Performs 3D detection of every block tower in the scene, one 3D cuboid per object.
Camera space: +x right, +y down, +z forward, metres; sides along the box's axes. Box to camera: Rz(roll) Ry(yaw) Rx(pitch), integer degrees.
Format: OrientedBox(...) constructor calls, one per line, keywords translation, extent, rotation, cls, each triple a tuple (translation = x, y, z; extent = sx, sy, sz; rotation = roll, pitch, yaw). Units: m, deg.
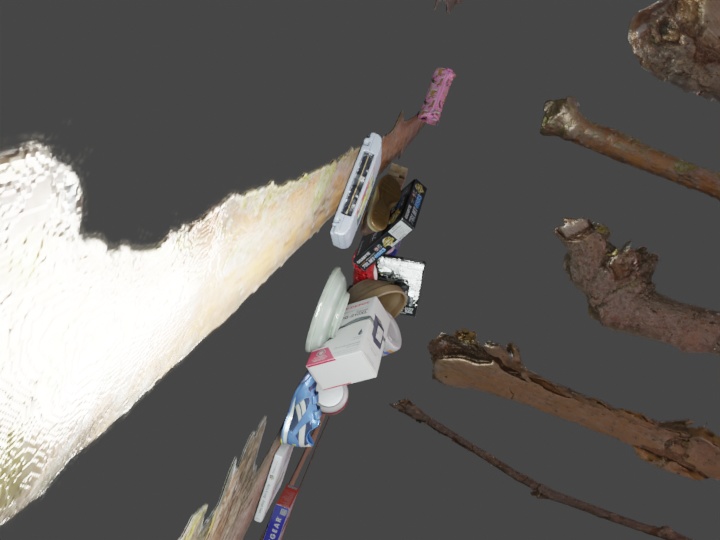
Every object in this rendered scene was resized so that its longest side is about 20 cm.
OrientedBox(translation=(0.081, -0.212, 1.857), extent=(0.054, 0.058, 0.201), rotation=(100, 12, -63), cls="block tower")

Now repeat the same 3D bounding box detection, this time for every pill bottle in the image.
OrientedBox(translation=(-0.003, 0.189, 1.671), extent=(0.199, 0.112, 0.112), rotation=(-26, -165, 21), cls="pill bottle")
OrientedBox(translation=(-0.091, 0.362, 1.879), extent=(0.200, 0.112, 0.113), rotation=(96, 15, -75), cls="pill bottle")

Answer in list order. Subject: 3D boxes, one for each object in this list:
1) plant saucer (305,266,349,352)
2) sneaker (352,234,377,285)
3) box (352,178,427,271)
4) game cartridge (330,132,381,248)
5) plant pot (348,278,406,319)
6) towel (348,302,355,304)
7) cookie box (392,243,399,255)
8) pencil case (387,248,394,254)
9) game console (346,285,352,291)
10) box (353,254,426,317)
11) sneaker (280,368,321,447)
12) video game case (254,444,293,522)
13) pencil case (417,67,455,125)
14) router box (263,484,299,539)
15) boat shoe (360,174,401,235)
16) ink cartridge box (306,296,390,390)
OrientedBox(translation=(-0.064, 0.091, 1.413), extent=(0.200, 0.050, 0.201), rotation=(19, 90, -86), cls="plant saucer")
OrientedBox(translation=(0.000, 0.000, 1.788), extent=(0.116, 0.078, 0.201), rotation=(-46, 145, -59), cls="sneaker")
OrientedBox(translation=(0.076, -0.120, 1.661), extent=(0.198, 0.050, 0.200), rotation=(-38, -160, 37), cls="box")
OrientedBox(translation=(-0.005, -0.144, 1.202), extent=(0.133, 0.041, 0.201), rotation=(108, 2, -81), cls="game cartridge")
OrientedBox(translation=(0.021, 0.090, 1.772), extent=(0.200, 0.093, 0.201), rotation=(-26, 150, -16), cls="plant pot")
OrientedBox(translation=(-0.037, 0.169, 1.607), extent=(0.023, 0.144, 0.201), rotation=(50, 51, -40), cls="towel")
OrientedBox(translation=(0.168, -0.190, 2.937), extent=(0.171, 0.075, 0.200), rotation=(106, 6, -47), cls="cookie box")
OrientedBox(translation=(0.092, -0.140, 2.122), extent=(0.091, 0.083, 0.200), rotation=(-40, 160, -34), cls="pencil case")
OrientedBox(translation=(-0.065, 0.151, 1.869), extent=(0.200, 0.031, 0.178), rotation=(-62, 164, -69), cls="game console")
OrientedBox(translation=(0.085, 0.038, 1.918), extent=(0.086, 0.199, 0.164), rotation=(-38, 137, -82), cls="box")
OrientedBox(translation=(-0.122, 0.318, 1.492), extent=(0.074, 0.082, 0.201), rotation=(-35, 143, -80), cls="sneaker")
OrientedBox(translation=(-0.209, 0.510, 1.635), extent=(0.200, 0.024, 0.183), rotation=(-48, 157, -79), cls="video game case")
OrientedBox(translation=(0.270, -0.618, 2.272), extent=(0.083, 0.086, 0.201), rotation=(29, 79, -54), cls="pencil case")
OrientedBox(translation=(-0.276, 0.851, 2.164), extent=(0.179, 0.049, 0.201), rotation=(-24, 134, -84), cls="router box")
OrientedBox(translation=(0.045, -0.164, 1.635), extent=(0.072, 0.072, 0.200), rotation=(-33, -151, 44), cls="boat shoe")
OrientedBox(translation=(-0.023, 0.165, 1.481), extent=(0.084, 0.144, 0.200), rotation=(59, 27, -26), cls="ink cartridge box")
